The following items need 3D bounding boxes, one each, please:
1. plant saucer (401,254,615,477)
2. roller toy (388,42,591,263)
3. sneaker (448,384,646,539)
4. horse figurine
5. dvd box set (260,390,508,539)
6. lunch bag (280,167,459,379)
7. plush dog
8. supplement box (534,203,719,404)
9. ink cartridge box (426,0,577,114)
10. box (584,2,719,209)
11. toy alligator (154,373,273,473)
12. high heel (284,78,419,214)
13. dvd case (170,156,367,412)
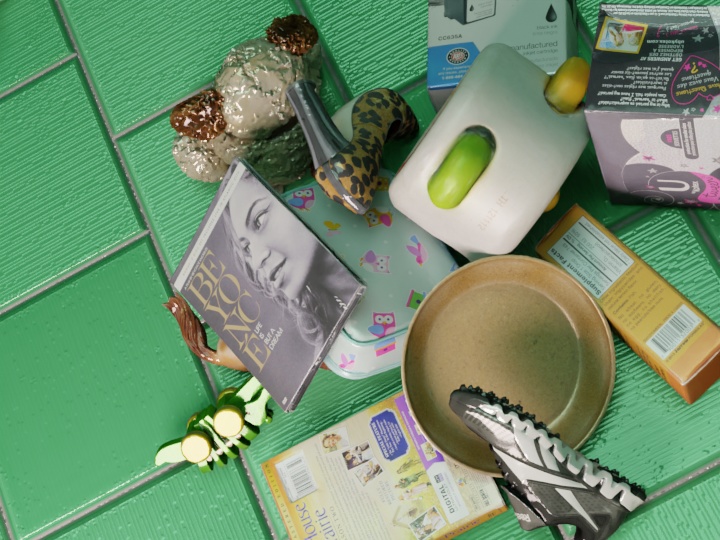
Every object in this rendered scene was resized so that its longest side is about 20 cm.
[{"bbox_3d":[0.133,0.086,1.474,0.197,0.035,0.203,0,93,-5],"label":"plant saucer"},{"bbox_3d":[0.128,-0.105,1.502,0.139,0.183,0.201,35,68,-2],"label":"roller toy"},{"bbox_3d":[0.152,0.181,1.429,0.199,0.066,0.091,33,90,-7],"label":"sneaker"},{"bbox_3d":[-0.092,0.050,1.594,0.197,0.050,0.134,-10,72,5],"label":"horse figurine"},{"bbox_3d":[0.021,0.203,1.509,0.198,0.029,0.147,-28,64,3],"label":"dvd box set"},{"bbox_3d":[0.000,0.000,1.547,0.159,0.077,0.201,-20,59,-22],"label":"lunch bag"},{"bbox_3d":[-0.095,-0.163,1.618,0.200,0.172,0.160,-45,64,-6],"label":"plush dog"},{"bbox_3d":[0.253,0.029,1.494,0.069,0.067,0.200,-42,63,-1],"label":"supplement box"},{"bbox_3d":[0.145,-0.261,1.638,0.145,0.086,0.202,-5,68,15],"label":"ink cartridge box"},{"bbox_3d":[0.287,-0.146,1.481,0.130,0.200,0.116,5,71,17],"label":"box"},{"bbox_3d":[-0.112,0.141,1.556,0.199,0.059,0.054,-38,104,11],"label":"toy alligator"},{"bbox_3d":[0.015,-0.107,1.566,0.071,0.199,0.144,-38,66,30],"label":"high heel"},{"bbox_3d":[-0.091,0.011,1.514,0.200,0.016,0.150,45,116,32],"label":"dvd case"}]
